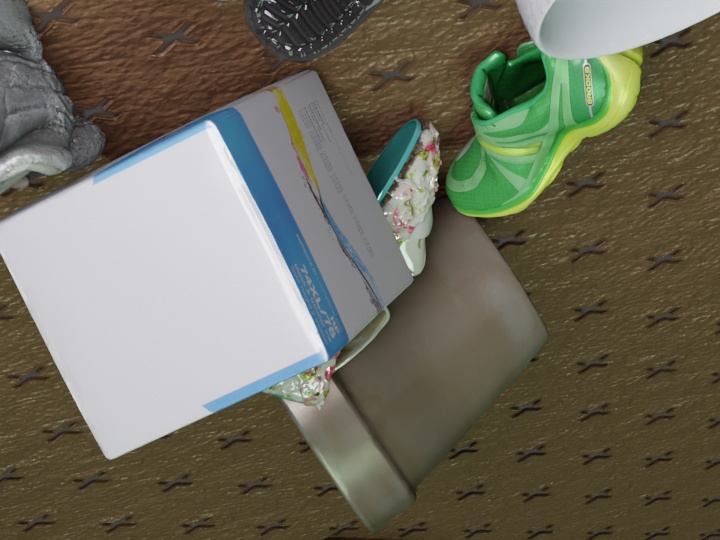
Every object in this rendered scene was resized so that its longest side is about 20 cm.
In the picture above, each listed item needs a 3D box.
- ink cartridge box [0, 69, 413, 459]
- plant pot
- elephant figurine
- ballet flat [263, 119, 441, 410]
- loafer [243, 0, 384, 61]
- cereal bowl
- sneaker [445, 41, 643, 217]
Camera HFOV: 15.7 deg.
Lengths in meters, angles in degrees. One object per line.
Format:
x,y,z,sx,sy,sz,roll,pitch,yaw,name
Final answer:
-0.083,-0.009,1.480,0.147,0.146,0.200,-25,-175,19,ink cartridge box
0.022,0.043,1.742,0.173,0.200,0.200,-35,156,-2,plant pot
-0.210,-0.083,1.385,0.200,0.155,0.142,-17,116,-24,elephant figurine
0.000,0.000,1.632,0.064,0.200,0.076,38,174,-17,ballet flat
0.021,-0.191,1.352,0.200,0.071,0.073,-33,109,20,loafer
0.163,-0.196,1.371,0.200,0.083,0.200,-24,164,-7,cereal bowl
0.099,-0.100,1.605,0.083,0.074,0.200,21,147,-17,sneaker
